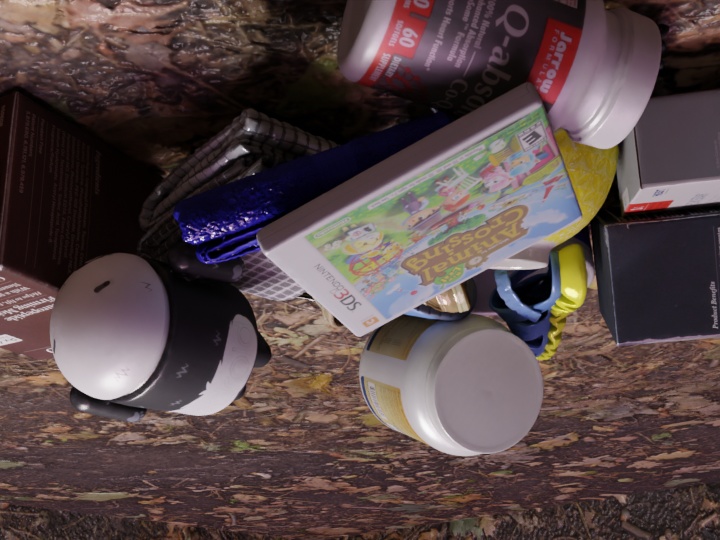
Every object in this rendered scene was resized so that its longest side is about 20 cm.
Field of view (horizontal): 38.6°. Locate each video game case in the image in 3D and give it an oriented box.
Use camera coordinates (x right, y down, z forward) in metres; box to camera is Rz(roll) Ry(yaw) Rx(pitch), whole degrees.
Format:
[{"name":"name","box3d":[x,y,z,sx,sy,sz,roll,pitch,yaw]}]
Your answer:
[{"name":"video game case","box3d":[0.051,-0.031,0.716,0.199,0.022,0.182,-28,152,8]}]

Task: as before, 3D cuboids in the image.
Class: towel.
[{"name":"towel","box3d":[-0.084,-0.044,0.920,0.165,0.086,0.199,17,148,-37]},{"name":"towel","box3d":[-0.029,-0.052,0.736,0.198,0.050,0.148,-19,179,-4]}]

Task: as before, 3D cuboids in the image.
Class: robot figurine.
[{"name":"robot figurine","box3d":[-0.169,0.056,0.880,0.124,0.152,0.199,-1,167,37]}]

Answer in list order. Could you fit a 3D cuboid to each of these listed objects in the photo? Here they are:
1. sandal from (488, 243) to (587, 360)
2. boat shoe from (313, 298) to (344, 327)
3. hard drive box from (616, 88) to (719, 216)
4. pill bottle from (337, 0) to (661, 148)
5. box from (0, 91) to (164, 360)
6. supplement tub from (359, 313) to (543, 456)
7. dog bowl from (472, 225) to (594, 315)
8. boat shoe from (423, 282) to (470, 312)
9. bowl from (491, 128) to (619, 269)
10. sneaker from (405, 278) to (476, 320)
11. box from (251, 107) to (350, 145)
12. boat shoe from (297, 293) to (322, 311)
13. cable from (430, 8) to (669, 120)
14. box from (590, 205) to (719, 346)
[{"name":"sandal","box3d":[0.173,0.032,1.062,0.086,0.080,0.201,2,150,0]},{"name":"boat shoe","box3d":[0.000,0.000,0.829,0.072,0.066,0.200,-18,170,-19]},{"name":"hard drive box","box3d":[0.327,-0.105,0.884,0.198,0.078,0.156,-6,174,9]},{"name":"pill bottle","box3d":[0.093,-0.157,0.696,0.198,0.117,0.116,15,154,-13]},{"name":"box","box3d":[-0.306,-0.031,0.947,0.165,0.166,0.200,-14,155,27]},{"name":"supplement tub","box3d":[0.093,0.116,1.092,0.143,0.146,0.200,6,179,-20]},{"name":"dog bowl","box3d":[0.152,-0.020,1.127,0.198,0.080,0.200,-2,158,-1]},{"name":"boat shoe","box3d":[0.043,-0.001,0.924,0.066,0.075,0.200,-23,-162,-7]},{"name":"bowl","box3d":[0.130,-0.059,0.924,0.198,0.109,0.200,3,174,0]},{"name":"sneaker","box3d":[0.022,0.008,1.052,0.198,0.075,0.082,14,160,7]},{"name":"box","box3d":[-0.063,-0.078,1.008,0.199,0.050,0.161,14,151,-34]},{"name":"boat shoe","box3d":[-0.025,0.022,1.139,0.198,0.065,0.073,16,157,28]},{"name":"cable","box3d":[0.166,-0.150,0.848,0.199,0.051,0.163,-19,152,35]},{"name":"box","box3d":[0.337,-0.006,1.023,0.196,0.125,0.200,-5,-174,10]}]
